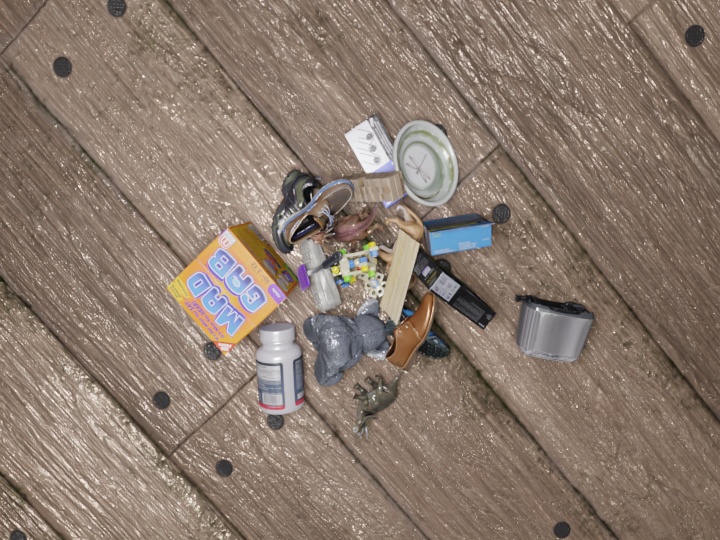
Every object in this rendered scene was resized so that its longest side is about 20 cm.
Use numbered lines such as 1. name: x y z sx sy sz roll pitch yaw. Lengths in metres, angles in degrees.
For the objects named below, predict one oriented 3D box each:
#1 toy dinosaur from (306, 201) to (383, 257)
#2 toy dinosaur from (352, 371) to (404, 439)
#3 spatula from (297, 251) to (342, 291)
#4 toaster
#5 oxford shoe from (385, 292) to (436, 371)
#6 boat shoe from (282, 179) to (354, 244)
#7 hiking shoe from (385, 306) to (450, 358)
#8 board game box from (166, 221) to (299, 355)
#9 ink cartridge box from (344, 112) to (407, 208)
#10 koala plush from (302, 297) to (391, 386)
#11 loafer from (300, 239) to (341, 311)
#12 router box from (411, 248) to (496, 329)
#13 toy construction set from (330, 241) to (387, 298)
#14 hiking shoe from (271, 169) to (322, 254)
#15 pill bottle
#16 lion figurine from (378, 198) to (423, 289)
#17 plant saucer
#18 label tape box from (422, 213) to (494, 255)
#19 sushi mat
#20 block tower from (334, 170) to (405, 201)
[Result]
1. toy dinosaur: -0.030 -0.092 1.235 0.197 0.134 0.088 -26 85 38
2. toy dinosaur: 0.042 0.326 1.356 0.199 0.077 0.103 -42 107 2
3. spatula: -0.100 -0.005 1.238 0.198 0.020 0.058 -29 77 46
4. toaster: 0.461 0.141 1.284 0.194 0.114 0.133 9 101 -1
5. oxford shoe: 0.117 0.136 1.215 0.070 0.072 0.204 22 104 -9
6. boat shoe: -0.091 -0.126 1.209 0.198 0.073 0.072 -38 126 9
7. hiking shoe: 0.153 0.148 1.313 0.198 0.088 0.074 33 142 -22
8. board game box: -0.290 0.033 1.246 0.199 0.200 0.201 -41 95 7
9. ink cartridge box: 0.051 -0.263 1.270 0.093 0.044 0.203 -30 97 7
10. koala plush: -0.017 0.166 1.285 0.195 0.184 0.182 -11 76 -23
11. loafer: -0.098 -0.002 1.310 0.068 0.069 0.206 -16 93 -30
12. router box: 0.204 0.037 1.219 0.198 0.158 0.053 35 100 -30
13. toy construction set: 0.000 0.000 1.255 0.128 0.201 0.094 -16 64 8
14. hiking shoe: -0.151 -0.135 1.266 0.099 0.075 0.206 16 100 29
15. pill bottle: -0.202 0.241 1.317 0.116 0.120 0.207 -2 98 2
16. lion figurine: 0.107 -0.061 1.273 0.120 0.072 0.204 28 115 15
17. plant saucer: 0.145 -0.247 1.239 0.196 0.050 0.207 5 80 -33
18. label tape box: 0.223 -0.081 1.213 0.140 0.200 0.065 -9 102 3
19. sushi mat: 0.089 0.014 1.223 0.012 0.096 0.205 4 110 -28
20. block tower: 0.023 -0.193 1.215 0.053 0.198 0.059 -28 114 -32
